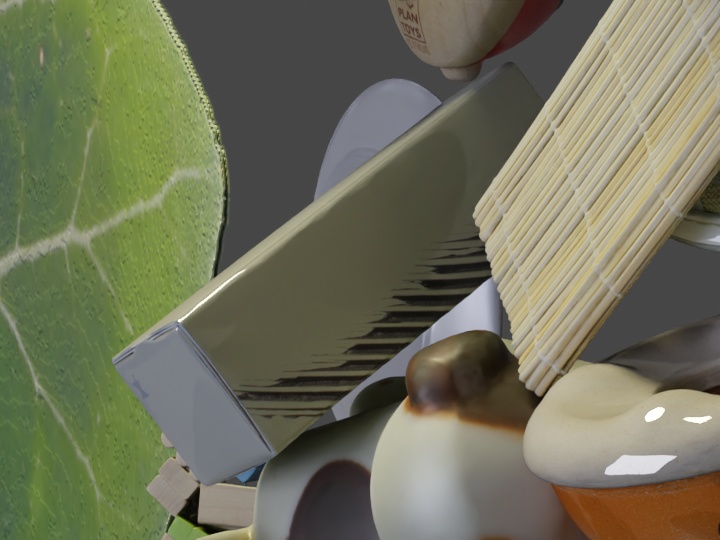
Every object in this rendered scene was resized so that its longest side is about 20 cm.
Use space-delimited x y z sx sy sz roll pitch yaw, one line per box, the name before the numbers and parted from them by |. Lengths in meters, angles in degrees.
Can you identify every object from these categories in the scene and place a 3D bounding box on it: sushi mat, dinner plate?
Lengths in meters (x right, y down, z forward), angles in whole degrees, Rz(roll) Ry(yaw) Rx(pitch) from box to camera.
sushi mat | 0.097 -0.055 0.881 0.200 0.012 0.096 -57 34 37
dinner plate | 0.011 0.008 1.224 0.200 0.024 0.201 6 96 64

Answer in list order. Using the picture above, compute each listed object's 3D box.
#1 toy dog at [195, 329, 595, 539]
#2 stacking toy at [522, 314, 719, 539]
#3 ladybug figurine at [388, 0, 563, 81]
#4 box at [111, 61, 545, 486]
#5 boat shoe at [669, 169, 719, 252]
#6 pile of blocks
toy dog | 0.037 0.085 0.999 0.200 0.193 0.140 144 129 -69
stacking toy | 0.151 0.118 0.878 0.146 0.146 0.201 2 113 64
ladybug figurine | 0.057 -0.179 1.057 0.136 0.072 0.201 -146 59 -62
box | 0.000 0.000 1.044 0.068 0.200 0.082 53 153 -4
boat shoe | 0.161 -0.034 0.867 0.202 0.074 0.065 17 101 58
pile of blocks | -0.071 0.107 1.375 0.062 0.082 0.201 7 -90 -74
